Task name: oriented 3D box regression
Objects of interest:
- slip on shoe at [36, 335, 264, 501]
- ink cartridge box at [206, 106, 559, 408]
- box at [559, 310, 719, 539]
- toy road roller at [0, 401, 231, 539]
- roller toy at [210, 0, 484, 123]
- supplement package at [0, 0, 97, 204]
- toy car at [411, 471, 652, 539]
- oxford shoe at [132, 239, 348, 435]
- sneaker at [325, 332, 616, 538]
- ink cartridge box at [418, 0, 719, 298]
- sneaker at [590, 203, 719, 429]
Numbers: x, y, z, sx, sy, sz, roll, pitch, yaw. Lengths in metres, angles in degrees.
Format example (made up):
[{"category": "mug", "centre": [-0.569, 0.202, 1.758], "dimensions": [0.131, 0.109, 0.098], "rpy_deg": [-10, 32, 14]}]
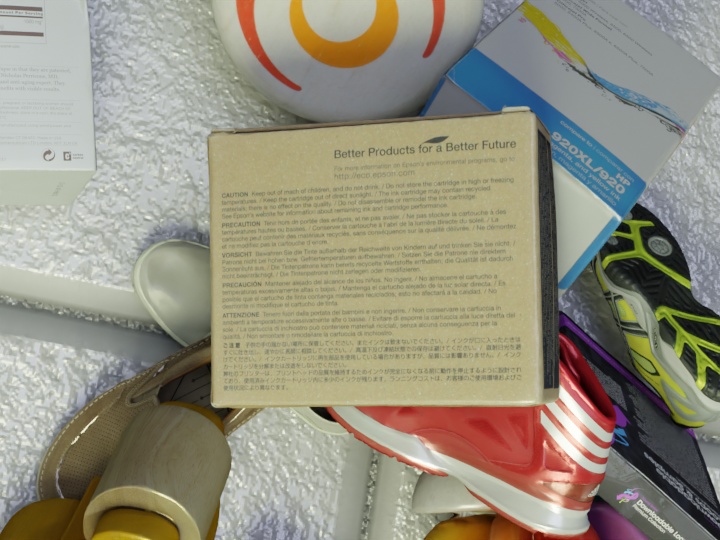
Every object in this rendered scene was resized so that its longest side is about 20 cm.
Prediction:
[{"category": "slip on shoe", "centre": [-0.128, 0.100, 0.888], "dimensions": [0.199, 0.061, 0.076], "rpy_deg": [-30, 89, 0]}, {"category": "ink cartridge box", "centre": [0.013, -0.002, 0.799], "dimensions": [0.198, 0.075, 0.166], "rpy_deg": [-2, 85, 18]}, {"category": "box", "centre": [0.189, 0.118, 0.963], "dimensions": [0.143, 0.200, 0.036], "rpy_deg": [41, 106, -10]}, {"category": "toy road roller", "centre": [-0.164, 0.176, 0.830], "dimensions": [0.145, 0.123, 0.201], "rpy_deg": [12, 121, 3]}, {"category": "roller toy", "centre": [-0.003, -0.203, 0.926], "dimensions": [0.181, 0.140, 0.201], "rpy_deg": [-11, 120, 13]}, {"category": "supplement package", "centre": [-0.237, -0.151, 0.883], "dimensions": [0.109, 0.114, 0.202], "rpy_deg": [-1, 82, -21]}, {"category": "toy car", "centre": [0.134, 0.207, 0.929], "dimensions": [0.199, 0.149, 0.177], "rpy_deg": [1, 80, -46]}, {"category": "oxford shoe", "centre": [-0.069, 0.044, 0.947], "dimensions": [0.200, 0.058, 0.075], "rpy_deg": [38, 74, -10]}, {"category": "sneaker", "centre": [0.074, 0.075, 0.863], "dimensions": [0.199, 0.078, 0.116], "rpy_deg": [25, 102, 22]}, {"category": "ink cartridge box", "centre": [0.126, -0.084, 0.934], "dimensions": [0.144, 0.148, 0.200], "rpy_deg": [38, 46, 6]}, {"category": "sneaker", "centre": [0.214, 0.031, 1.027], "dimensions": [0.075, 0.077, 0.201], "rpy_deg": [-7, 55, -23]}]
